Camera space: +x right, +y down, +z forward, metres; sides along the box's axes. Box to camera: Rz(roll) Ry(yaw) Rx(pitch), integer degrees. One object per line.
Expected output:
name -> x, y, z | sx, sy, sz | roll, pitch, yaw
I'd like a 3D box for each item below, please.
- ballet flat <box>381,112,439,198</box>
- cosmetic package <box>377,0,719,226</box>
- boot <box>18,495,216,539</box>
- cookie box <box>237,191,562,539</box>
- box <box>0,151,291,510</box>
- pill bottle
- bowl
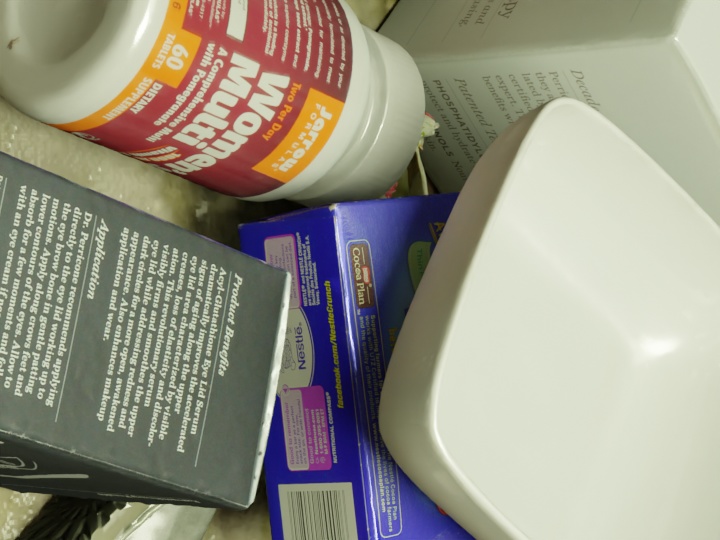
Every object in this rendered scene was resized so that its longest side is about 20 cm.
ballet flat -> 0.000, 0.000, 1.187 | 0.064, 0.076, 0.201 | 13, 78, -10
cosmetic package -> 0.145, -0.111, 1.265 | 0.167, 0.200, 0.168 | 55, 51, -33
boot -> -0.076, 0.180, 1.105 | 0.182, 0.072, 0.200 | -43, 115, -24
cookie box -> 0.046, 0.050, 1.139 | 0.200, 0.075, 0.172 | -5, 89, -43
box -> -0.150, 0.024, 0.963 | 0.200, 0.148, 0.105 | 23, 72, -48
pill bottle -> -0.065, -0.094, 1.089 | 0.200, 0.109, 0.110 | 21, 74, -47
bowl -> 0.093, 0.050, 1.075 | 0.200, 0.075, 0.200 | 41, 56, -29
